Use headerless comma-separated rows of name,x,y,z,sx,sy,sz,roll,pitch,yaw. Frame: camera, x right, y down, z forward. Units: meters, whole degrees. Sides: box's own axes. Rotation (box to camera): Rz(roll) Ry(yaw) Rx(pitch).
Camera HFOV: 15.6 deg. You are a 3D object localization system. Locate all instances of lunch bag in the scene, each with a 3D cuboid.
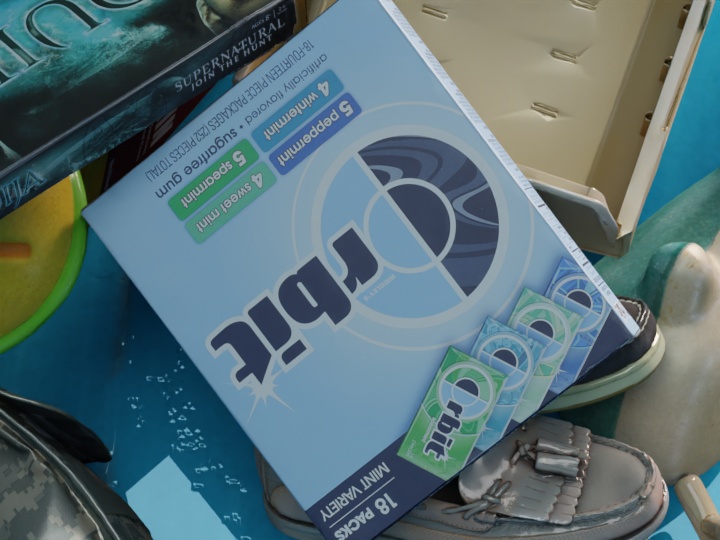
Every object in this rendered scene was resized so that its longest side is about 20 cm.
lunch bag,-0.165,0.128,1.270,0.117,0.164,0.200,-36,76,-5

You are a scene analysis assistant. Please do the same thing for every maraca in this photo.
maraca,-0.210,-0.048,1.223,0.137,0.107,0.200,-36,77,-6

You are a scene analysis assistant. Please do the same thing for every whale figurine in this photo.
whale figurine,0.162,0.005,1.319,0.103,0.159,0.201,24,90,24

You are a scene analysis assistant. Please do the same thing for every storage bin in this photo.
storage bin,0.067,-0.131,1.280,0.197,0.094,0.201,19,73,7

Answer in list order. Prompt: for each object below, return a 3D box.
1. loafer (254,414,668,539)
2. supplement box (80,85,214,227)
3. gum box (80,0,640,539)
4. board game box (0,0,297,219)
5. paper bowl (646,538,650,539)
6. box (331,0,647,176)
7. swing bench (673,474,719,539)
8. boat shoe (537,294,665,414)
loafer,0.043,0.096,1.238,0.198,0.063,0.072,0,45,18
supplement box,-0.166,-0.163,1.346,0.199,0.133,0.198,31,52,10
gum box,0.000,0.000,1.194,0.170,0.045,0.200,-38,86,10
board game box,-0.146,-0.099,1.177,0.199,0.028,0.135,-35,54,-23
paper bowl,0.068,0.198,1.280,0.199,0.104,0.202,0,74,1
box,0.042,-0.076,1.366,0.147,0.104,0.201,27,75,8
swing bench,0.289,0.152,1.255,0.198,0.130,0.201,-26,93,-8
boat shoe,0.043,0.022,1.248,0.199,0.066,0.072,1,33,26
